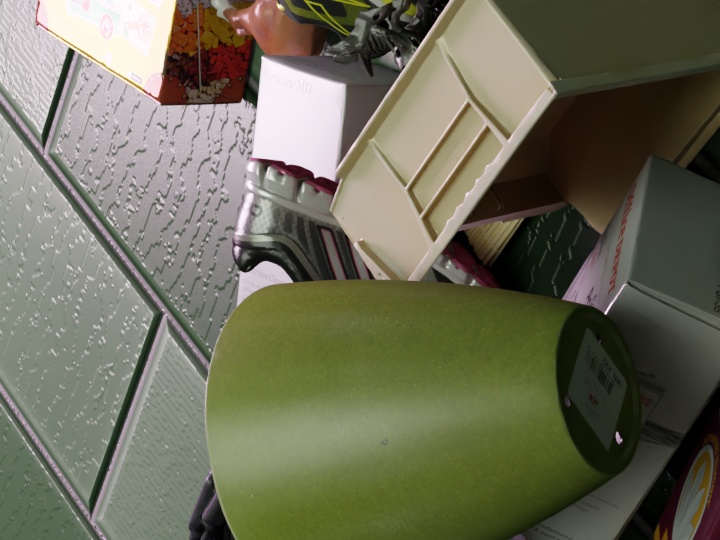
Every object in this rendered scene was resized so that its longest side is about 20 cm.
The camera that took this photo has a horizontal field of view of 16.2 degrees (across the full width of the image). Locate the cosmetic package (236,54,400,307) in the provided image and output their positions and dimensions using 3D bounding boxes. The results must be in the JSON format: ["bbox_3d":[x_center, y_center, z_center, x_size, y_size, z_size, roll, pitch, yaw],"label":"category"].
[{"bbox_3d":[-0.020,-0.046,1.788,0.113,0.081,0.201,20,110,52],"label":"cosmetic package"}]

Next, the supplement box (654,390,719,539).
[{"bbox_3d":[0.239,0.115,1.426,0.111,0.085,0.201,-81,10,-61],"label":"supplement box"}]

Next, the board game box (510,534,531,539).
[{"bbox_3d":[0.103,0.253,1.570,0.041,0.199,0.201,-7,87,21],"label":"board game box"}]

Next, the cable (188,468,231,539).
[{"bbox_3d":[-0.078,0.241,1.928,0.163,0.051,0.201,44,124,35],"label":"cable"}]

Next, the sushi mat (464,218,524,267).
[{"bbox_3d":[0.109,-0.101,1.669,0.200,0.012,0.096,-56,50,38],"label":"sushi mat"}]

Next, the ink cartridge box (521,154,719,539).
[{"bbox_3d":[0.158,0.053,1.510,0.147,0.082,0.201,-71,7,-54],"label":"ink cartridge box"}]

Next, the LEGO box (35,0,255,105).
[{"bbox_3d":[-0.164,-0.230,1.957,0.200,0.077,0.150,34,119,46],"label":"LEGO box"}]

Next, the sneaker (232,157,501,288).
[{"bbox_3d":[0.000,0.000,1.697,0.074,0.199,0.088,-87,23,-79],"label":"sneaker"}]

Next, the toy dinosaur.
[{"bbox_3d":[0.068,-0.126,1.661,0.200,0.102,0.136,-49,69,21],"label":"toy dinosaur"}]

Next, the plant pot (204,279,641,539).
[{"bbox_3d":[0.048,0.081,1.407,0.199,0.187,0.188,-14,83,34],"label":"plant pot"}]

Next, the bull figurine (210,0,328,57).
[{"bbox_3d":[-0.047,-0.247,1.818,0.121,0.065,0.201,36,119,49],"label":"bull figurine"}]

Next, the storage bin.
[{"bbox_3d":[0.109,-0.084,1.508,0.094,0.199,0.199,54,133,22],"label":"storage bin"}]

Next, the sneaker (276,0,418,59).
[{"bbox_3d":[-0.045,-0.216,1.740,0.200,0.075,0.085,37,125,1],"label":"sneaker"}]
